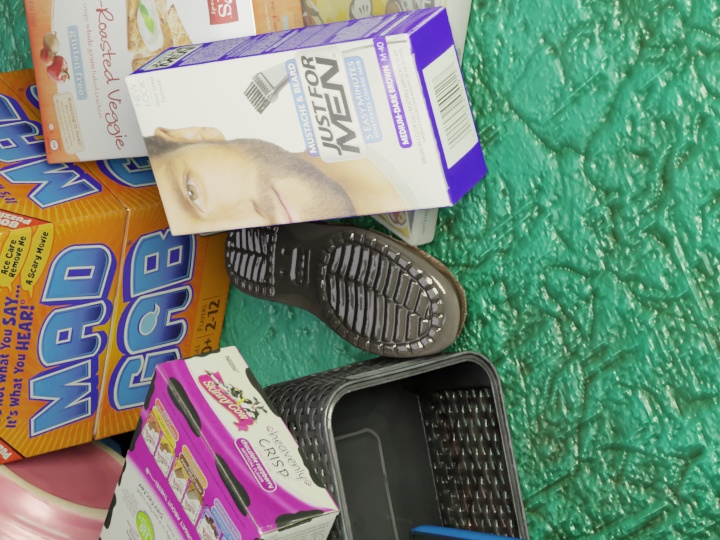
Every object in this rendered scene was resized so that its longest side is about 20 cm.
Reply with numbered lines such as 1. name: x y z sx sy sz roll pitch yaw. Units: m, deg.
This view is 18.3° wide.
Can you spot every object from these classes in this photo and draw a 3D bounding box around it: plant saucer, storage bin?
1. plant saucer: -0.229 0.161 1.644 0.200 0.200 0.051 41 110 41
2. storage bin: 0.022 0.158 1.381 0.094 0.135 0.201 -8 94 55

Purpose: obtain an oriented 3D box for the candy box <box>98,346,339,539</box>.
1. candy box: -0.093 0.165 1.372 0.137 0.061 0.200 55 141 31

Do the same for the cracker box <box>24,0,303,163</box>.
1. cracker box: -0.129 -0.145 1.481 0.199 0.058 0.135 -3 98 36

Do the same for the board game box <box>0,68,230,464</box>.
1. board game box: -0.231 -0.011 1.631 0.200 0.199 0.201 43 133 40

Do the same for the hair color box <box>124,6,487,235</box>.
1. hair color box: -0.034 -0.089 1.358 0.199 0.065 0.110 -5 110 30

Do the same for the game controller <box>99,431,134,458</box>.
1. game controller: -0.209 0.142 1.789 0.200 0.042 0.105 31 124 47

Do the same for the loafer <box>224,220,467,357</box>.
1. loafer: 0.000 0.000 1.424 0.200 0.071 0.073 24 109 42

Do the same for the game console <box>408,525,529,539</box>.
1. game console: 0.134 0.225 1.269 0.200 0.170 0.119 -1 73 55

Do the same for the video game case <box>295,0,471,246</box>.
1. video game case: -0.007 -0.139 1.427 0.200 0.023 0.183 37 130 43
